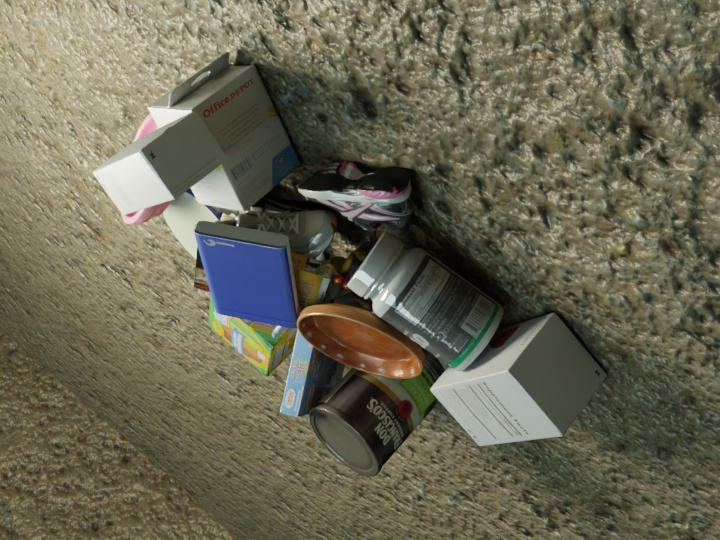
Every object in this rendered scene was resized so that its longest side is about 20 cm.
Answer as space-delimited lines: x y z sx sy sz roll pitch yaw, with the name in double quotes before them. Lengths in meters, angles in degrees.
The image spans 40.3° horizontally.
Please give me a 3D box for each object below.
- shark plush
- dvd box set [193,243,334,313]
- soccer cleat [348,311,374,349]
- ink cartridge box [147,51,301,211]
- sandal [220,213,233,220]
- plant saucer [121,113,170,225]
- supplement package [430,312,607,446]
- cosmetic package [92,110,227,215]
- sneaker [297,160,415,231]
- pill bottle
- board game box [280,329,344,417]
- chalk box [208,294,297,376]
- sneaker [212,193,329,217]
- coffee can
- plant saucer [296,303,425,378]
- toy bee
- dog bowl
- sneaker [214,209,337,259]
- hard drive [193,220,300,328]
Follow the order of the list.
"shark plush" -0.096 0.044 1.581 0.200 0.083 0.091 -28 93 42
"dvd box set" -0.148 0.010 1.466 0.200 0.029 0.146 18 147 -3
"soccer cleat" 0.058 0.082 1.541 0.200 0.085 0.069 -22 128 37
"ink cartridge box" -0.205 -0.210 1.453 0.125 0.129 0.200 12 136 47
"sandal" -0.199 -0.065 1.602 0.078 0.070 0.212 20 120 59
"plant saucer" -0.352 -0.172 1.676 0.051 0.201 0.200 15 166 -30
"supplement package" 0.216 0.155 1.363 0.120 0.121 0.200 49 151 -8
"cosmetic package" -0.289 -0.150 1.396 0.200 0.108 0.085 -3 123 57
"sneaker" -0.006 -0.094 1.380 0.200 0.080 0.086 15 136 45
"pill bottle" 0.089 0.040 1.364 0.200 0.113 0.113 36 151 -1
"board game box" -0.069 0.160 1.626 0.037 0.152 0.200 12 179 15
"chalk box" -0.198 0.070 1.802 0.200 0.124 0.125 38 150 14
"sneaker" -0.146 -0.076 1.534 0.200 0.074 0.080 17 121 13
"coffee can" 0.034 0.211 1.593 0.146 0.200 0.146 32 149 23
"plant saucer" 0.003 0.102 1.460 0.200 0.032 0.200 18 157 8
"toy bee" 0.000 0.000 1.468 0.131 0.109 0.200 18 141 43
"dog bowl" -0.256 -0.088 1.725 0.200 0.079 0.200 33 148 23
"sneaker" -0.131 -0.056 1.442 0.200 0.076 0.092 -14 145 27
"hard drive" -0.160 0.010 1.417 0.132 0.025 0.200 10 145 10
